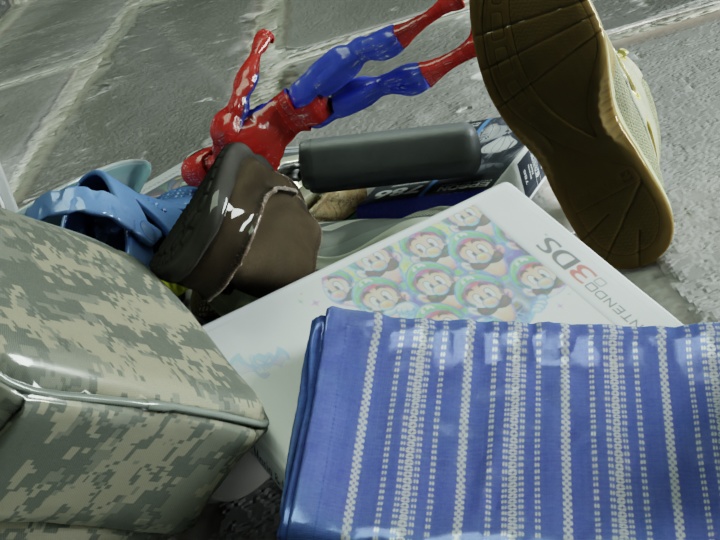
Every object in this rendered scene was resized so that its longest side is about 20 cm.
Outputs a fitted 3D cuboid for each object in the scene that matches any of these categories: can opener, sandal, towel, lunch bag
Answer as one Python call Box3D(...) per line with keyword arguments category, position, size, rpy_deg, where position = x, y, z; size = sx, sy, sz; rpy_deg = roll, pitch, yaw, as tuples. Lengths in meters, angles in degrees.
Box3D(category="can opener", position=(-0.020, -0.056, 0.989), size=(0.198, 0.067, 0.053), rpy_deg=(-11, 0, 5))
Box3D(category="sandal", position=(-0.130, -0.021, 0.873), size=(0.079, 0.088, 0.200), rpy_deg=(-27, 9, 15))
Box3D(category="towel", position=(0.070, 0.065, 0.643), size=(0.198, 0.024, 0.145), rpy_deg=(1, 35, 6))
Box3D(category="lunch bag", position=(-0.165, 0.072, 0.638), size=(0.139, 0.168, 0.200), rpy_deg=(45, 13, 29))

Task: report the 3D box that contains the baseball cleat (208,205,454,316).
Box3D(category="baseball cleat", position=(0.000, 0.000, 0.933), size=(0.198, 0.070, 0.106), rpy_deg=(0, 11, 35))

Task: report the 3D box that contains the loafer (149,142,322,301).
Box3D(category="loafer", position=(-0.050, -0.020, 0.796), size=(0.073, 0.071, 0.200), rpy_deg=(-55, 0, 11))

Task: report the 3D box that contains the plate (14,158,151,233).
Box3D(category="plate", position=(-0.208, -0.003, 0.952), size=(0.199, 0.026, 0.200), rpy_deg=(-33, -3, -2))

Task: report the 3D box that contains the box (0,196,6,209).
Box3D(category="box", position=(-0.271, 0.076, 0.785), size=(0.164, 0.166, 0.200), rpy_deg=(-7, 22, 24))

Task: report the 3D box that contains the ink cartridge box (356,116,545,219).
Box3D(category="ink cartridge box", position=(0.065, -0.054, 1.043), size=(0.099, 0.040, 0.200), rpy_deg=(-7, 23, 25))

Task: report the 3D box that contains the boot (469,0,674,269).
Box3D(category="boot", position=(0.127, -0.114, 0.917), size=(0.072, 0.201, 0.155), rpy_deg=(-23, 16, 18))

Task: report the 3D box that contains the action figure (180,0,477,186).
Box3D(category="action figure", position=(-0.026, -0.118, 0.931), size=(0.199, 0.065, 0.099), rpy_deg=(-30, 39, 11))

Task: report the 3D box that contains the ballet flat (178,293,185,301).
Box3D(category="ballet flat", position=(-0.202, 0.031, 1.008), size=(0.199, 0.057, 0.066), rpy_deg=(-28, 22, -28))

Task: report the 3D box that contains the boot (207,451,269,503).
Box3D(category="boot", position=(-0.044, 0.048, 0.807), size=(0.199, 0.073, 0.090), rpy_deg=(-30, 21, -38))

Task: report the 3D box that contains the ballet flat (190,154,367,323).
Box3D(category="ballet flat", position=(-0.062, -0.035, 1.054), size=(0.070, 0.066, 0.200), rpy_deg=(-4, 24, 29))

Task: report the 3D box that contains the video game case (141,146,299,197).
Box3D(category="video game case", position=(-0.117, -0.054, 1.215), size=(0.199, 0.024, 0.181), rpy_deg=(2, 28, 42))

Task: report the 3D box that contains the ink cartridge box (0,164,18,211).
Box3D(category="ink cartridge box", position=(-0.328, -0.018, 1.110), size=(0.145, 0.148, 0.200), rpy_deg=(-25, 20, -20))

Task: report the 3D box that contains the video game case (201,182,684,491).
Box3D(category="video game case", position=(0.043, 0.047, 0.713), size=(0.199, 0.024, 0.182), rpy_deg=(-26, 45, -22))
